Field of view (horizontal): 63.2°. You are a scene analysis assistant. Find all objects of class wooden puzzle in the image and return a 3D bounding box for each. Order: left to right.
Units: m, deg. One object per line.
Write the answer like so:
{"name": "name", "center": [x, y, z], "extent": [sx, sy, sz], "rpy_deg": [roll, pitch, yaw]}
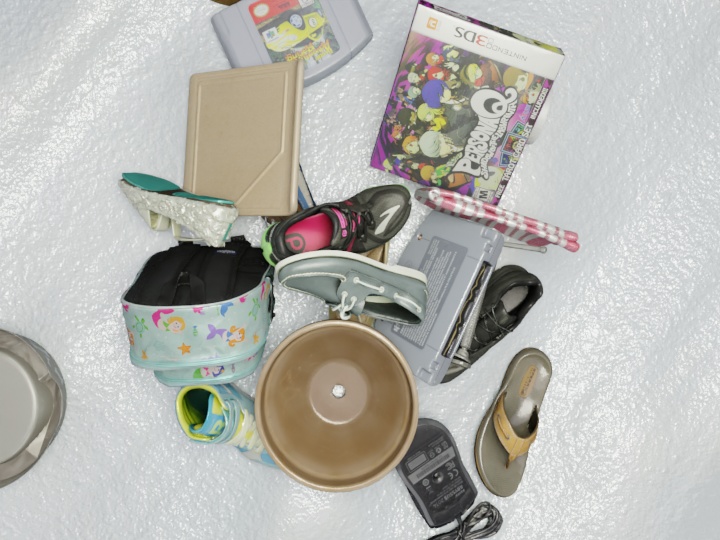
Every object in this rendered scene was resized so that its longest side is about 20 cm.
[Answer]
{"name": "wooden puzzle", "center": [-0.150, -0.163, 0.750], "extent": [0.196, 0.037, 0.190], "rpy_deg": [2, 88, 30]}

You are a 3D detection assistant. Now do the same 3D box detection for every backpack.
{"name": "backpack", "center": [-0.188, 0.051, 0.698], "extent": [0.172, 0.200, 0.155], "rpy_deg": [-3, 103, -5]}

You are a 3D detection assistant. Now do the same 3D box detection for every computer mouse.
{"name": "computer mouse", "center": [0.098, 0.285, 0.786], "extent": [0.136, 0.053, 0.204], "rpy_deg": [-25, 101, -9]}

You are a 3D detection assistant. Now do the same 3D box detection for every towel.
{"name": "towel", "center": [0.165, -0.065, 0.750], "extent": [0.195, 0.146, 0.031], "rpy_deg": [18, 95, -3]}

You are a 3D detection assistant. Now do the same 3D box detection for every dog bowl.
{"name": "dog bowl", "center": [-0.473, 0.171, 0.747], "extent": [0.194, 0.059, 0.206], "rpy_deg": [0, 88, -4]}

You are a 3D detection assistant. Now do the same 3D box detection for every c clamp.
{"name": "c clamp", "center": [0.127, 0.044, 0.750], "extent": [0.027, 0.169, 0.204], "rpy_deg": [24, 86, -46]}

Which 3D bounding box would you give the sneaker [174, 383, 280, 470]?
{"name": "sneaker", "center": [-0.150, 0.201, 0.730], "extent": [0.197, 0.131, 0.081], "rpy_deg": [32, 86, -3]}

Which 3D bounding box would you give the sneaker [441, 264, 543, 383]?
{"name": "sneaker", "center": [0.160, 0.070, 0.773], "extent": [0.076, 0.091, 0.200], "rpy_deg": [43, 88, -7]}

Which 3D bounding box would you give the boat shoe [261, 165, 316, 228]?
{"name": "boat shoe", "center": [-0.096, -0.084, 0.777], "extent": [0.071, 0.072, 0.204], "rpy_deg": [-21, 80, 1]}

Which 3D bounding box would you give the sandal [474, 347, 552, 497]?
{"name": "sandal", "center": [0.213, 0.203, 0.787], "extent": [0.080, 0.055, 0.204], "rpy_deg": [26, 83, -7]}

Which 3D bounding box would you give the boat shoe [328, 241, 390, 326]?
{"name": "boat shoe", "center": [0.000, 0.000, 0.777], "extent": [0.071, 0.063, 0.205], "rpy_deg": [11, 87, 1]}

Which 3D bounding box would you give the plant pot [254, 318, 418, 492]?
{"name": "plant pot", "center": [-0.029, 0.160, 0.734], "extent": [0.195, 0.093, 0.207], "rpy_deg": [0, 91, -1]}

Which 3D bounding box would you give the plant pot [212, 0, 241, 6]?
{"name": "plant pot", "center": [-0.164, -0.462, 0.715], "extent": [0.181, 0.200, 0.192], "rpy_deg": [0, 89, -4]}

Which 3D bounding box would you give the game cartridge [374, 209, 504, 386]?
{"name": "game cartridge", "center": [0.091, 0.028, 0.754], "extent": [0.040, 0.132, 0.204], "rpy_deg": [25, 91, -44]}

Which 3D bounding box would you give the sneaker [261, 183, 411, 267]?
{"name": "sneaker", "center": [-0.020, -0.049, 0.698], "extent": [0.196, 0.084, 0.078], "rpy_deg": [-24, 97, -15]}

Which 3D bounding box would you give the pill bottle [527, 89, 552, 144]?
{"name": "pill bottle", "center": [0.144, -0.233, 0.770], "extent": [0.195, 0.111, 0.114], "rpy_deg": [14, 88, -3]}

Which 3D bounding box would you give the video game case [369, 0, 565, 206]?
{"name": "video game case", "center": [0.121, -0.193, 0.710], "extent": [0.177, 0.036, 0.203], "rpy_deg": [18, 123, -3]}

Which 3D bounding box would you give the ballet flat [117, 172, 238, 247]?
{"name": "ballet flat", "center": [-0.237, -0.074, 0.734], "extent": [0.197, 0.071, 0.073], "rpy_deg": [19, 87, 30]}

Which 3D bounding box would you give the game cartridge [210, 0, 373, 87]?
{"name": "game cartridge", "center": [-0.088, -0.321, 0.797], "extent": [0.197, 0.041, 0.136], "rpy_deg": [-27, 94, -4]}

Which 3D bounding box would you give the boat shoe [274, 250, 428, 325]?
{"name": "boat shoe", "center": [-0.005, 0.025, 0.687], "extent": [0.196, 0.073, 0.063], "rpy_deg": [10, 62, -26]}
